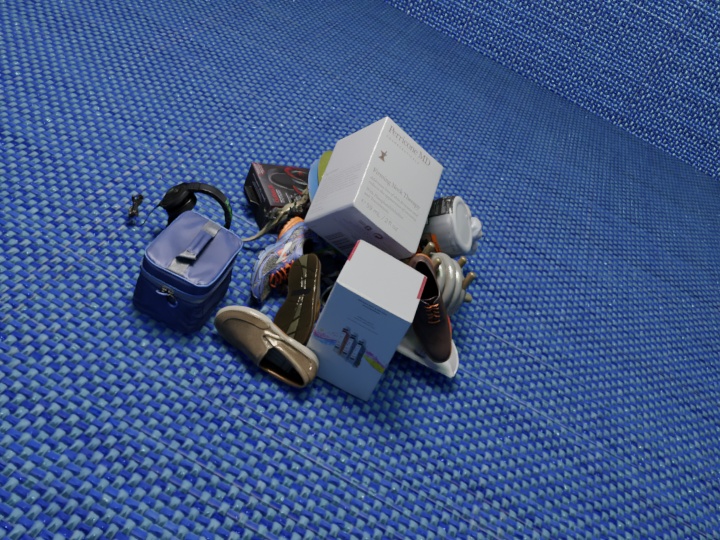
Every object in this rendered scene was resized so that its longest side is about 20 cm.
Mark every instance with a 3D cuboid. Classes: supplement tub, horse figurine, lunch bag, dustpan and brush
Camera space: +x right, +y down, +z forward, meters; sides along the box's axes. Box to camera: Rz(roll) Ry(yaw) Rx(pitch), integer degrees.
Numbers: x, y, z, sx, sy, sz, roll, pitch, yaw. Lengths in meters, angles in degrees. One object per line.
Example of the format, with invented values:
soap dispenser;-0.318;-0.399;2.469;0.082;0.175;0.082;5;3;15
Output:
supplement tub;0.122;-0.075;1.514;0.195;0.125;0.123;-11;23;27
horse figurine;-0.122;-0.039;1.476;0.129;0.050;0.203;-15;54;-8
lunch bag;-0.296;-0.004;1.259;0.133;0.134;0.201;25;33;-1
dustpan and brush;0.132;0.118;1.446;0.137;0.058;0.201;27;17;-4

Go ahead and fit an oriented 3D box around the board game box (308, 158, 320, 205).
board game box;-0.064;-0.122;1.503;0.200;0.038;0.161;43;39;-44

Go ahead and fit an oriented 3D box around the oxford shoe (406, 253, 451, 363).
oxford shoe;0.122;0.073;1.332;0.069;0.205;0.073;-17;4;2

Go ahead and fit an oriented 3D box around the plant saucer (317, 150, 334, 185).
plant saucer;-0.022;-0.156;1.526;0.200;0.030;0.205;43;39;-47

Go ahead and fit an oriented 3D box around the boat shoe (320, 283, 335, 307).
boat shoe;0.006;0.041;1.368;0.061;0.197;0.075;-6;83;-48

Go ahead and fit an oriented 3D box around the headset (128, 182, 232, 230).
headset;-0.339;-0.113;1.393;0.194;0.126;0.095;0;36;-2

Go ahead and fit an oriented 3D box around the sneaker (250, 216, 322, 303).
sneaker;-0.141;-0.017;1.385;0.077;0.076;0.202;25;60;16

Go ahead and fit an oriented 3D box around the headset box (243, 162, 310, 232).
headset box;-0.157;-0.155;1.600;0.196;0.076;0.150;2;42;-32

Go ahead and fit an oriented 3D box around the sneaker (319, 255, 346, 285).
sneaker;0.000;0.000;1.492;0.196;0.086;0.076;23;34;-2

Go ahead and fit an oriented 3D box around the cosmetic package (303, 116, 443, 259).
cosmetic package;0.026;-0.142;1.398;0.166;0.165;0.204;35;62;-28

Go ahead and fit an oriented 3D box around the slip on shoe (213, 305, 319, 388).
slip on shoe;-0.162;0.131;1.229;0.198;0.077;0.061;34;27;-2

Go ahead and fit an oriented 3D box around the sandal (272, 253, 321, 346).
sandal;-0.106;0.066;1.320;0.080;0.055;0.204;-7;55;22

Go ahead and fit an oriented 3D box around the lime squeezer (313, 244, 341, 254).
lime squeezer;-0.049;-0.066;1.565;0.199;0.037;0.072;-37;108;-31

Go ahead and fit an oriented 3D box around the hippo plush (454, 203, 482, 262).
hippo plush;0.180;-0.051;1.613;0.198;0.158;0.163;35;41;-23

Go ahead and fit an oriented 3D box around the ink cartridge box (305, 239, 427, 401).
ink cartridge box;0.003;0.088;1.279;0.142;0.202;0.146;27;35;-1

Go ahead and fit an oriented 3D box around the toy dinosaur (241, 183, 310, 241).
toy dinosaur;-0.159;-0.110;1.459;0.198;0.088;0.048;-35;92;-15

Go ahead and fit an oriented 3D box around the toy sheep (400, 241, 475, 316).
toy sheep;0.148;0.027;1.437;0.197;0.139;0.140;23;32;-27
